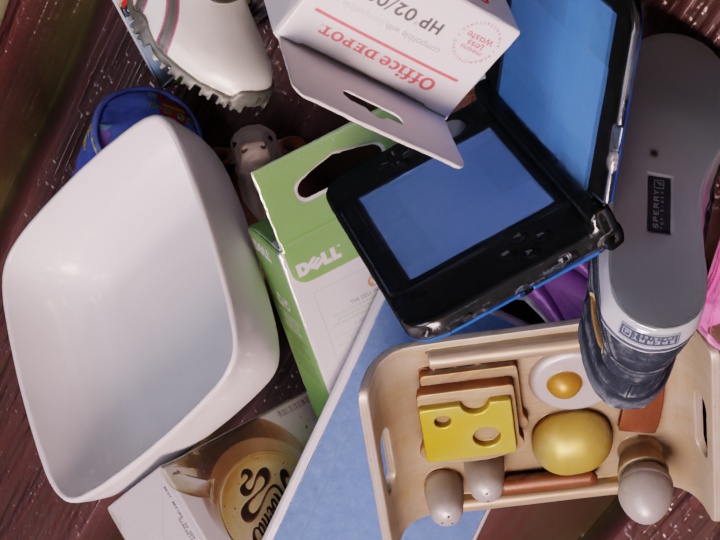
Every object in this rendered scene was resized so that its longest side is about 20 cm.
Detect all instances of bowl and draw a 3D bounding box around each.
[{"bbox_3d":[-0.131,0.028,1.283,0.200,0.074,0.201,-39,58,33],"label":"bowl"}]

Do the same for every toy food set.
[{"bbox_3d":[0.104,0.102,1.161,0.199,0.061,0.144,-8,132,3],"label":"toy food set"}]

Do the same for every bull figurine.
[{"bbox_3d":[-0.086,-0.005,1.363,0.200,0.065,0.122,127,143,-49],"label":"bull figurine"}]

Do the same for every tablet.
[{"bbox_3d":[0.030,0.110,1.232,0.201,0.130,0.014,-65,23,4],"label":"tablet"}]

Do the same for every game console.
[{"bbox_3d":[0.058,-0.082,1.069,0.119,0.170,0.200,63,178,-27],"label":"game console"}]

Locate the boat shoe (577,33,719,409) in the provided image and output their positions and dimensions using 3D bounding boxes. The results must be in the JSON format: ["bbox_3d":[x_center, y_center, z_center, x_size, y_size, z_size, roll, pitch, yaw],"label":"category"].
[{"bbox_3d":[0.150,-0.028,1.096,0.070,0.201,0.091,12,147,0],"label":"boat shoe"}]

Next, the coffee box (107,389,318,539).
[{"bbox_3d":[-0.044,0.146,1.302,0.080,0.200,0.113,-38,80,47],"label":"coffee box"}]

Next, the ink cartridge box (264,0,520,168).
[{"bbox_3d":[0.008,-0.155,1.051,0.068,0.115,0.201,-48,38,28],"label":"ink cartridge box"}]

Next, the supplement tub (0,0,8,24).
[{"bbox_3d":[-0.327,-0.189,1.459,0.145,0.145,0.200,44,131,20],"label":"supplement tub"}]

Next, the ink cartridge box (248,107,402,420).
[{"bbox_3d":[0.000,0.000,1.234,0.059,0.103,0.201,38,151,61],"label":"ink cartridge box"}]

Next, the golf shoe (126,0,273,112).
[{"bbox_3d":[-0.106,-0.192,1.261,0.088,0.077,0.201,-37,82,37],"label":"golf shoe"}]

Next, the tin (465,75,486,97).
[{"bbox_3d":[0.067,-0.157,1.194,0.199,0.042,0.113,-8,106,43],"label":"tin"}]

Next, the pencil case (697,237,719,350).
[{"bbox_3d":[0.231,-0.038,1.056,0.091,0.093,0.201,-118,33,-56],"label":"pencil case"}]

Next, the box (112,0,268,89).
[{"bbox_3d":[-0.089,-0.210,1.313,0.200,0.035,0.110,-33,85,45],"label":"box"}]

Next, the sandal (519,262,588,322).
[{"bbox_3d":[0.090,-0.015,1.221,0.202,0.050,0.083,39,128,25],"label":"sandal"}]

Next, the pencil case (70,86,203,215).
[{"bbox_3d":[-0.168,-0.035,1.408,0.200,0.078,0.087,119,142,-48],"label":"pencil case"}]
